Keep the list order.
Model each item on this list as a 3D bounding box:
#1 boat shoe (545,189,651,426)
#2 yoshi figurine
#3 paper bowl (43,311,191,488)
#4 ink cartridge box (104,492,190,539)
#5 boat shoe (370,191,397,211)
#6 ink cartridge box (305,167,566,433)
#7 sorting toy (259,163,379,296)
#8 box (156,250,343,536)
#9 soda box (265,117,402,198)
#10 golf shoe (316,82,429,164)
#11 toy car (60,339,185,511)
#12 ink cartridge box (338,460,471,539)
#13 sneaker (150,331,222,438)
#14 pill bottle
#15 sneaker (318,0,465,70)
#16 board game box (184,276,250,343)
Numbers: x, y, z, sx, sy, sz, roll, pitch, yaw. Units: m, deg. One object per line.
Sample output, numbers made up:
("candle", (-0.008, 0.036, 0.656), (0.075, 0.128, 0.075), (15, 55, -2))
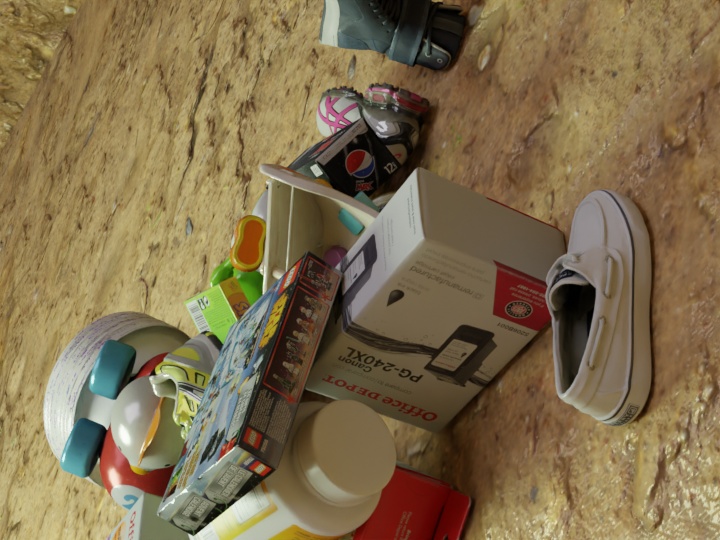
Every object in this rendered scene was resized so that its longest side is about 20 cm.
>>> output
("boat shoe", (0.168, 0.015, 1.177), (0.074, 0.065, 0.201), (-48, 30, 41))
("yoshi figurine", (-0.100, -0.003, 1.700), (0.112, 0.112, 0.200), (-45, 3, -10))
("paper bowl", (-0.256, 0.156, 1.860), (0.104, 0.200, 0.202), (21, 90, 41))
("ink cartridge box", (-0.201, 0.348, 1.628), (0.200, 0.144, 0.146), (-49, 29, 37))
("boat shoe", (-0.001, 0.000, 1.583), (0.201, 0.071, 0.066), (-46, 54, 40))
("ink cartridge box", (0.054, 0.031, 1.318), (0.200, 0.144, 0.084), (-50, 30, 37))
("sorting toy", (-0.002, 0.013, 1.466), (0.179, 0.106, 0.202), (21, 117, 35))
("box", (-0.086, 0.096, 1.282), (0.137, 0.040, 0.201), (-43, 21, 46))
("soda box", (-0.030, -0.094, 1.625), (0.071, 0.063, 0.200), (-43, 9, -16))
("golf shoe", (-0.002, -0.143, 1.692), (0.200, 0.072, 0.093), (7, 79, 67))
("toy car", (-0.214, 0.173, 1.678), (0.200, 0.183, 0.178), (71, -140, -88))
("ink cartridge box", (0.008, 0.216, 1.366), (0.200, 0.067, 0.117), (10, 80, 67))
("sneaker", (-0.126, 0.142, 1.501), (0.200, 0.076, 0.076), (47, 159, 45))
("pill bottle", (-0.055, 0.176, 1.314), (0.200, 0.108, 0.110), (-38, 37, 49))
("sneaker", (0.035, -0.268, 1.596), (0.203, 0.145, 0.078), (95, -167, -72))
("board game box", (-0.108, 0.108, 1.640), (0.095, 0.030, 0.202), (-23, 92, 60))
